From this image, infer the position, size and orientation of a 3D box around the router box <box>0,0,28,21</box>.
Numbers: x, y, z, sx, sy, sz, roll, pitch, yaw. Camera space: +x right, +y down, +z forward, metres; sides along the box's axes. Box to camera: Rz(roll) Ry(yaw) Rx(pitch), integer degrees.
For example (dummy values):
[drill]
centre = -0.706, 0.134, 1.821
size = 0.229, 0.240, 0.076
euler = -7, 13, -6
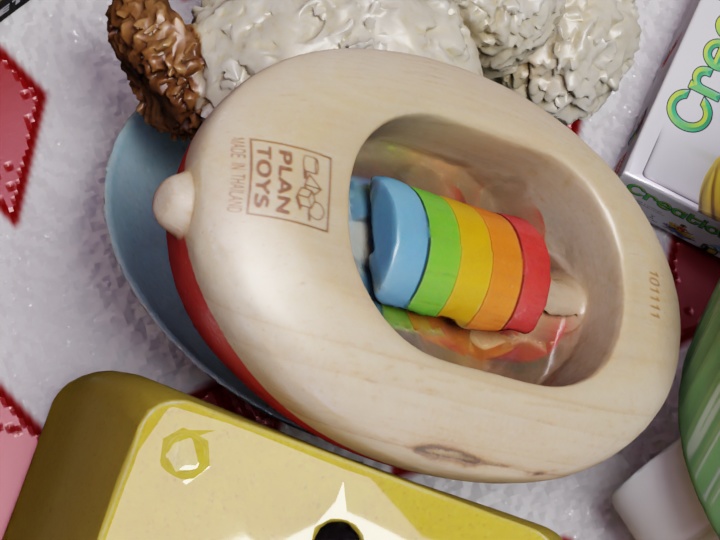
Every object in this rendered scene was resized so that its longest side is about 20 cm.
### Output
[router box]
centre = -0.173, -0.109, 0.763
size = 0.200, 0.157, 0.052
euler = -41, 85, -17

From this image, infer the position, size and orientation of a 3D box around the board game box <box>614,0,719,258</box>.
[board game box]
centre = 0.195, -0.090, 0.888
size = 0.126, 0.035, 0.201
euler = 26, 72, -2

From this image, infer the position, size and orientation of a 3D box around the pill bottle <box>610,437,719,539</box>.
[pill bottle]
centre = 0.182, 0.139, 0.781
size = 0.114, 0.114, 0.200
euler = -31, 78, -16

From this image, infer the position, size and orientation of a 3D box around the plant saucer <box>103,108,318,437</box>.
[plant saucer]
centre = 0.000, 0.000, 0.800
size = 0.200, 0.039, 0.201
euler = 13, 43, -12

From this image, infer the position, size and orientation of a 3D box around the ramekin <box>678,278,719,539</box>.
[ramekin]
centre = 0.202, 0.043, 0.717
size = 0.199, 0.098, 0.201
euler = 10, 49, -12

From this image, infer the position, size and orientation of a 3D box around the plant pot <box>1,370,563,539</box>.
[plant pot]
centre = -0.034, 0.140, 0.711
size = 0.199, 0.176, 0.201
euler = 21, 72, -4

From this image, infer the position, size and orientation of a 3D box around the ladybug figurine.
[ladybug figurine]
centre = 0.015, 0.003, 0.695
size = 0.200, 0.072, 0.136
euler = 19, 62, -34

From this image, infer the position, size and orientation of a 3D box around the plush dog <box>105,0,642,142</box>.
[plush dog]
centre = 0.007, -0.097, 0.782
size = 0.199, 0.161, 0.172
euler = 22, 65, -1
